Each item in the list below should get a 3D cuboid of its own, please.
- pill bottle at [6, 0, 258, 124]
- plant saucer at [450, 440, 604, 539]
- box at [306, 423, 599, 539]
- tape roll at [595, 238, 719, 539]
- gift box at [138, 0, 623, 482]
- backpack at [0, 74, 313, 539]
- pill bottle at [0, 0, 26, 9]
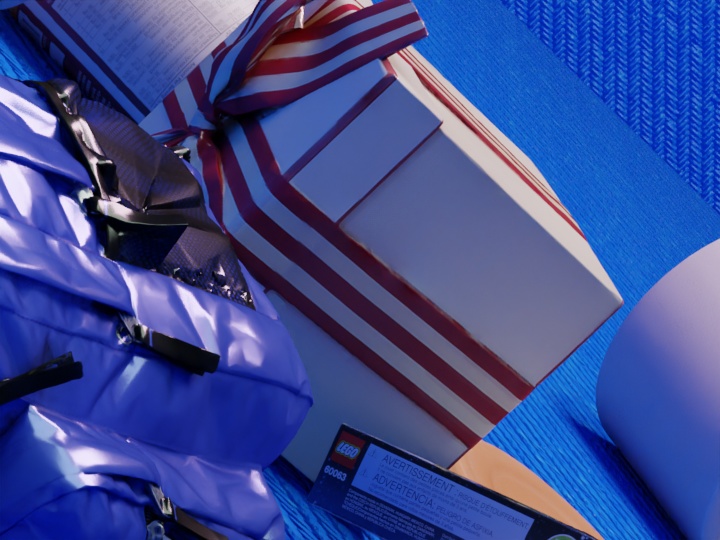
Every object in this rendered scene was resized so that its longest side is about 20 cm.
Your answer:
[{"bbox_3d":[-0.089,-0.113,1.517,0.200,0.110,0.110,46,11,7],"label":"pill bottle"},{"bbox_3d":[0.096,0.150,1.439,0.200,0.032,0.200,43,12,-12],"label":"plant saucer"},{"bbox_3d":[0.086,0.128,1.229,0.136,0.038,0.200,22,-5,37],"label":"box"},{"bbox_3d":[0.268,0.088,1.842,0.203,0.203,0.139,32,17,-47],"label":"tape roll"},{"bbox_3d":[-0.007,-0.020,1.296,0.187,0.185,0.200,42,5,-25],"label":"gift box"},{"bbox_3d":[-0.119,0.029,0.773,0.200,0.162,0.168,31,21,-54],"label":"backpack"},{"bbox_3d":[-0.223,-0.209,1.376,0.200,0.111,0.111,30,19,-53],"label":"pill bottle"}]
